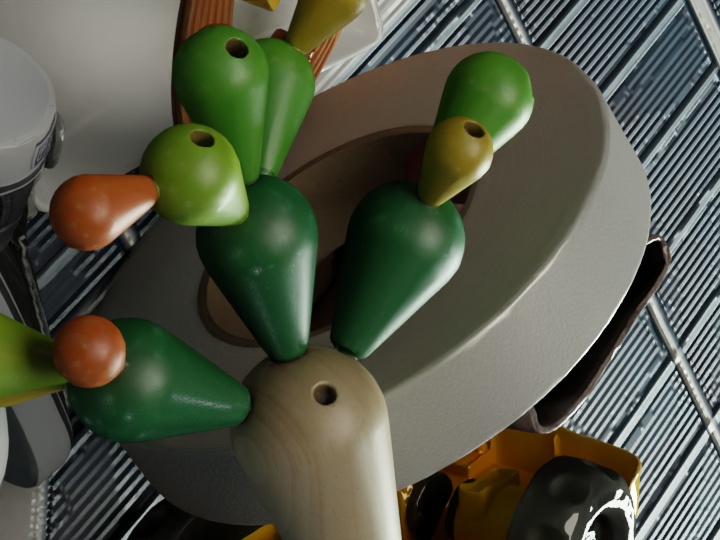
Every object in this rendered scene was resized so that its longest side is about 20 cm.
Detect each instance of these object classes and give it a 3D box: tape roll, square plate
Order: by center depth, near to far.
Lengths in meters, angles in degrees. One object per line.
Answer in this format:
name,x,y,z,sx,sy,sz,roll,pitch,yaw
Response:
tape roll,0.000,0.000,0.849,0.037,0.203,0.203,56,49,-31
square plate,-0.085,-0.145,0.898,0.200,0.028,0.199,-32,110,-45

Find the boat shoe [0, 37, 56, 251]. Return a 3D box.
boat shoe,-0.188,-0.051,0.712,0.200,0.068,0.072,15,42,-12

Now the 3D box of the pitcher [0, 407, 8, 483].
pitcher,-0.197,0.089,0.696,0.200,0.121,0.172,-27,130,-39

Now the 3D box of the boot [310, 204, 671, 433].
boot,0.046,0.003,0.922,0.200,0.166,0.072,-49,122,-41

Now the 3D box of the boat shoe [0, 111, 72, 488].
boat shoe,-0.131,-0.029,0.800,0.068,0.074,0.200,-34,102,-30

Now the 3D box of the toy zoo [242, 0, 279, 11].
toy zoo,-0.025,-0.168,0.854,0.200,0.020,0.131,53,59,-75

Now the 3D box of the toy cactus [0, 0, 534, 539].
toy cactus,-0.032,0.011,0.711,0.200,0.102,0.165,-31,115,-35

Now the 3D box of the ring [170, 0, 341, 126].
ring,-0.021,-0.127,0.845,0.200,0.019,0.201,21,90,-77

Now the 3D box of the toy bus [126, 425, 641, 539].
toy bus,0.013,0.162,0.910,0.200,0.135,0.192,-31,122,-48
